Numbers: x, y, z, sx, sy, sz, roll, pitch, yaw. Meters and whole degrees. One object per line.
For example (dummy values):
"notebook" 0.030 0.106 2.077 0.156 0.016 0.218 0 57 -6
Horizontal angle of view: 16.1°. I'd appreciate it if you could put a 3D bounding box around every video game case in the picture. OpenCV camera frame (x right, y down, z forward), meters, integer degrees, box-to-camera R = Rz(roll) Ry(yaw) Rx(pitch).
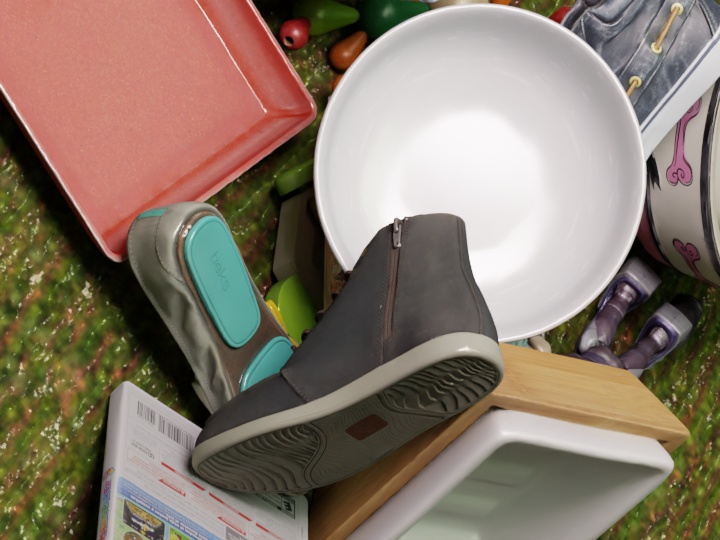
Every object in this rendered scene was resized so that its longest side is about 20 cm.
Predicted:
"video game case" -0.088 0.165 1.433 0.143 0.018 0.201 35 29 -24

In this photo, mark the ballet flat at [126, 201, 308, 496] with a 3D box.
"ballet flat" -0.079 0.045 1.504 0.067 0.063 0.201 -46 123 -38

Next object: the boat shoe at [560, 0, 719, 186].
"boat shoe" 0.142 -0.103 1.582 0.091 0.071 0.201 38 96 -15

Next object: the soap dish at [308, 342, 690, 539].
"soap dish" 0.075 0.123 1.529 0.156 0.200 0.082 12 49 -34

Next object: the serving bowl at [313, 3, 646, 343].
"serving bowl" 0.068 -0.054 1.524 0.198 0.066 0.202 1 85 -6

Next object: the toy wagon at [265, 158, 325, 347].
"toy wagon" 0.000 0.000 1.604 0.200 0.039 0.156 -33 96 -40

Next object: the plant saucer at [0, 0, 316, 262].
"plant saucer" -0.145 -0.129 1.535 0.199 0.037 0.201 -39 99 -40

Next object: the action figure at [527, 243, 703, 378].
"action figure" 0.160 0.064 1.680 0.130 0.069 0.200 48 43 0

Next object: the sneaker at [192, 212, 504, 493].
"sneaker" -0.010 0.050 1.456 0.075 0.199 0.107 42 31 -46

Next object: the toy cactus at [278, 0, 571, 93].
"toy cactus" 0.054 -0.165 1.657 0.165 0.198 0.103 -71 161 -63

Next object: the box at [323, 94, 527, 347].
"box" 0.042 -0.005 1.586 0.136 0.040 0.202 16 66 -34

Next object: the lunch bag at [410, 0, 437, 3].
"lunch bag" 0.012 -0.263 1.607 0.200 0.169 0.128 -46 129 -39

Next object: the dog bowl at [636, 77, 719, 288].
"dog bowl" 0.243 -0.084 1.687 0.200 0.073 0.202 -18 112 -55
